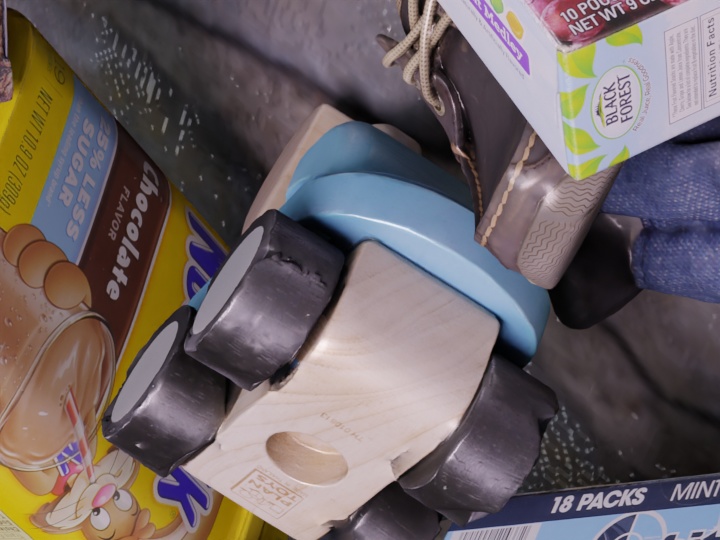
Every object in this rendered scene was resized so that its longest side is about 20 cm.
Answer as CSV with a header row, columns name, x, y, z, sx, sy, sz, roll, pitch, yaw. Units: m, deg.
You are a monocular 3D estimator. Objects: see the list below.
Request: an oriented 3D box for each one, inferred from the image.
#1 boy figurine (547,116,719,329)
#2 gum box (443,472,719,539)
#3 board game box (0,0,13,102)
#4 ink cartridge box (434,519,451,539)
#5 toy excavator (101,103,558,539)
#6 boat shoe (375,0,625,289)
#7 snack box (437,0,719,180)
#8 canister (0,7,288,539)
name,x,y,z,sx,sy,sz,roll,pitch,yaw
boy figurine,0.144,-0.007,0.796,0.200,0.064,0.124,9,130,43
gum box,0.140,0.135,0.779,0.170,0.045,0.200,-11,132,44
board game box,-0.211,-0.137,0.854,0.200,0.097,0.160,14,111,43
ink cartridge box,0.037,0.183,0.890,0.083,0.146,0.200,-173,71,-80
toy excavator,0.000,0.000,0.854,0.100,0.200,0.194,33,144,-11
boat shoe,0.040,-0.062,0.776,0.073,0.200,0.075,21,118,-7
snack box,0.068,-0.131,0.731,0.200,0.142,0.053,57,165,37
canister,-0.102,0.025,0.922,0.086,0.200,0.149,-4,54,32
